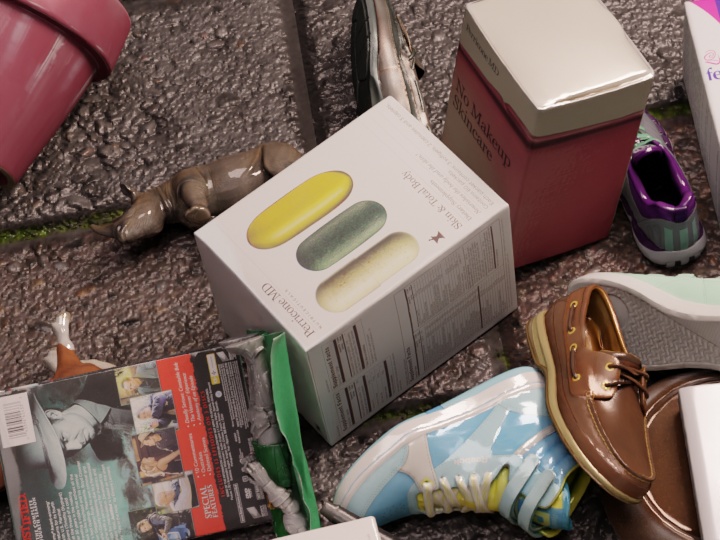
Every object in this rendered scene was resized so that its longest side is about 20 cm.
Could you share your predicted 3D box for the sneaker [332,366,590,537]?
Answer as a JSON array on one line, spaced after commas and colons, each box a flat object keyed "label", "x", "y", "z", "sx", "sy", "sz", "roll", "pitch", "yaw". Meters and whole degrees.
[{"label": "sneaker", "x": 0.088, "y": 0.167, "z": 1.568, "sx": 0.200, "sy": 0.080, "sz": 0.131, "roll": -30, "pitch": 56, "yaw": -11}]

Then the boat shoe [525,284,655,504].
[{"label": "boat shoe", "x": 0.184, "y": 0.089, "z": 1.576, "sx": 0.068, "sy": 0.072, "sz": 0.200, "roll": -46, "pitch": 38, "yaw": 26}]

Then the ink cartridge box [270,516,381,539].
[{"label": "ink cartridge box", "x": -0.074, "y": 0.254, "z": 1.507, "sx": 0.200, "sy": 0.117, "sz": 0.067, "roll": -13, "pitch": 56, "yaw": -1}]

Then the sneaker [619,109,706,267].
[{"label": "sneaker", "x": 0.234, "y": -0.102, "z": 1.722, "sx": 0.074, "sy": 0.088, "sz": 0.200, "roll": -23, "pitch": 57, "yaw": -8}]

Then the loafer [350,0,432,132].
[{"label": "loafer", "x": 0.031, "y": -0.156, "z": 1.810, "sx": 0.063, "sy": 0.072, "sz": 0.200, "roll": 2, "pitch": 61, "yaw": -15}]

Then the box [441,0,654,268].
[{"label": "box", "x": 0.145, "y": -0.119, "z": 1.669, "sx": 0.109, "sy": 0.200, "sz": 0.128, "roll": -18, "pitch": 55, "yaw": -19}]

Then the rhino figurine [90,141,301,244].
[{"label": "rhino figurine", "x": -0.133, "y": -0.059, "z": 1.759, "sx": 0.200, "sy": 0.060, "sz": 0.087, "roll": -15, "pitch": 36, "yaw": -1}]

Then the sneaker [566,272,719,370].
[{"label": "sneaker", "x": 0.272, "y": 0.030, "z": 1.652, "sx": 0.200, "sy": 0.074, "sz": 0.118, "roll": 12, "pitch": 28, "yaw": 35}]

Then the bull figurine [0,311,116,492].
[{"label": "bull figurine", "x": -0.249, "y": 0.110, "z": 1.662, "sx": 0.200, "sy": 0.065, "sz": 0.121, "roll": -27, "pitch": 53, "yaw": -13}]

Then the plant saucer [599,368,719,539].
[{"label": "plant saucer", "x": 0.283, "y": 0.151, "z": 1.581, "sx": 0.200, "sy": 0.032, "sz": 0.200, "roll": -4, "pitch": 56, "yaw": 6}]

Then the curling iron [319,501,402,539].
[{"label": "curling iron", "x": 0.058, "y": 0.224, "z": 1.535, "sx": 0.200, "sy": 0.050, "sz": 0.026, "roll": 31, "pitch": 65, "yaw": 15}]

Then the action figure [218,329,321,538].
[{"label": "action figure", "x": -0.063, "y": 0.147, "z": 1.566, "sx": 0.055, "sy": 0.118, "sz": 0.200, "roll": -15, "pitch": 94, "yaw": -8}]

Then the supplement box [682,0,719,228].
[{"label": "supplement box", "x": 0.335, "y": -0.127, "z": 1.718, "sx": 0.101, "sy": 0.103, "sz": 0.200, "roll": -9, "pitch": 54, "yaw": 3}]

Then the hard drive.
[{"label": "hard drive", "x": 0.316, "y": 0.172, "z": 1.528, "sx": 0.132, "sy": 0.025, "sz": 0.200, "roll": -6, "pitch": 56, "yaw": 4}]

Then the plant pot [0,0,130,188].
[{"label": "plant pot", "x": -0.325, "y": -0.178, "z": 1.800, "sx": 0.200, "sy": 0.200, "sz": 0.179, "roll": 17, "pitch": 75, "yaw": 18}]

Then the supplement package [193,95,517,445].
[{"label": "supplement package", "x": 0.000, "y": 0.000, "z": 1.648, "sx": 0.200, "sy": 0.151, "sz": 0.152, "roll": -36, "pitch": 59, "yaw": -16}]

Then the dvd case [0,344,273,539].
[{"label": "dvd case", "x": -0.179, "y": 0.146, "z": 1.609, "sx": 0.200, "sy": 0.022, "sz": 0.146, "roll": -12, "pitch": 83, "yaw": -5}]
